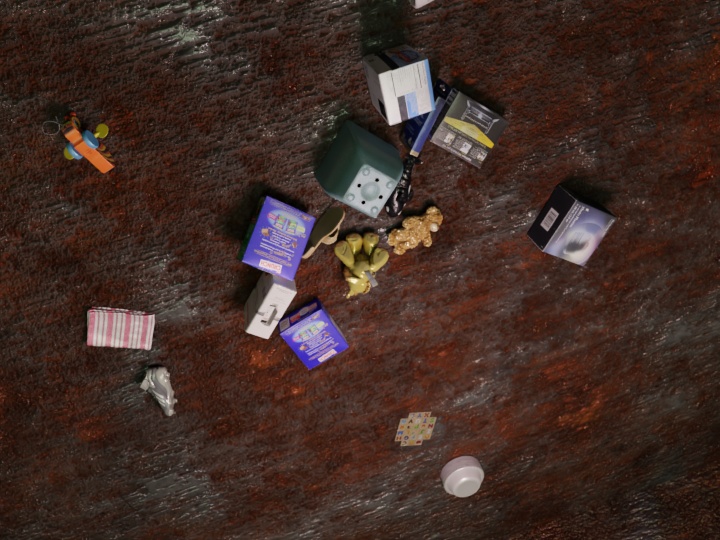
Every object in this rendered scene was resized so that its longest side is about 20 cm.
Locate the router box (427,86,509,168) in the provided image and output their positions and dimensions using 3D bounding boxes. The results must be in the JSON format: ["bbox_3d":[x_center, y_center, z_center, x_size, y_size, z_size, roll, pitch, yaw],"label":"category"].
[{"bbox_3d":[0.314,-0.417,1.545,0.197,0.053,0.159,21,115,-25],"label":"router box"}]

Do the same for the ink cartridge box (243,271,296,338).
[{"bbox_3d":[-0.288,0.089,1.663,0.082,0.148,0.202,22,116,-26],"label":"ink cartridge box"}]

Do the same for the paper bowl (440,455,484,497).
[{"bbox_3d":[0.478,0.967,2.439,0.196,0.105,0.204,-6,122,-9],"label":"paper bowl"}]

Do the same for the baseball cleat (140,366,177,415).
[{"bbox_3d":[-0.704,0.419,1.827,0.104,0.070,0.204,-2,113,-5],"label":"baseball cleat"}]

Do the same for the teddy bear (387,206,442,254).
[{"bbox_3d":[0.180,-0.122,1.692,0.196,0.067,0.147,-19,127,-1],"label":"teddy bear"}]

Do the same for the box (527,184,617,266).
[{"bbox_3d":[0.713,-0.149,1.774,0.195,0.124,0.202,15,118,-23],"label":"box"}]

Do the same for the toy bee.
[{"bbox_3d":[-0.702,-0.345,1.325,0.128,0.110,0.201,-18,150,-12],"label":"toy bee"}]

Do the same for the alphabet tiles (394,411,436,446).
[{"bbox_3d":[0.236,0.681,2.254,0.163,0.006,0.203,1,122,-15],"label":"alphabet tiles"}]

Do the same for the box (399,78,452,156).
[{"bbox_3d":[0.177,-0.432,1.461,0.032,0.122,0.202,18,116,-22],"label":"box"}]

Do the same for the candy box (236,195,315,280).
[{"bbox_3d":[-0.248,-0.094,1.551,0.167,0.077,0.204,23,85,-25],"label":"candy box"}]

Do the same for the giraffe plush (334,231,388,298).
[{"bbox_3d":[0.000,0.000,1.686,0.169,0.204,0.163,-7,153,-13],"label":"giraffe plush"}]

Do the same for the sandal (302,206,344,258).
[{"bbox_3d":[-0.106,-0.112,1.637,0.211,0.078,0.069,-43,142,21],"label":"sandal"}]

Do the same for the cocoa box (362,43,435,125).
[{"bbox_3d":[0.098,-0.485,1.358,0.129,0.201,0.135,-18,124,-2],"label":"cocoa box"}]

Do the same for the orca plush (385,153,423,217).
[{"bbox_3d":[0.134,-0.244,1.599,0.104,0.072,0.201,25,113,-26],"label":"orca plush"}]

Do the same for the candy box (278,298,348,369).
[{"bbox_3d":[-0.161,0.221,1.812,0.167,0.077,0.201,-29,123,5],"label":"candy box"}]

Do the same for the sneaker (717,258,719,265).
[{"bbox_3d":[1.499,-0.034,2.080,0.197,0.080,0.088,16,106,-31],"label":"sneaker"}]

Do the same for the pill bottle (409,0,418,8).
[{"bbox_3d":[0.201,-0.738,1.275,0.197,0.115,0.115,-26,125,3],"label":"pill bottle"}]

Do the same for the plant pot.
[{"bbox_3d":[0.007,-0.265,1.478,0.193,0.201,0.198,24,114,-25],"label":"plant pot"}]

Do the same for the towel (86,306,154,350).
[{"bbox_3d":[-0.767,0.190,1.680,0.196,0.030,0.149,8,120,-19],"label":"towel"}]
